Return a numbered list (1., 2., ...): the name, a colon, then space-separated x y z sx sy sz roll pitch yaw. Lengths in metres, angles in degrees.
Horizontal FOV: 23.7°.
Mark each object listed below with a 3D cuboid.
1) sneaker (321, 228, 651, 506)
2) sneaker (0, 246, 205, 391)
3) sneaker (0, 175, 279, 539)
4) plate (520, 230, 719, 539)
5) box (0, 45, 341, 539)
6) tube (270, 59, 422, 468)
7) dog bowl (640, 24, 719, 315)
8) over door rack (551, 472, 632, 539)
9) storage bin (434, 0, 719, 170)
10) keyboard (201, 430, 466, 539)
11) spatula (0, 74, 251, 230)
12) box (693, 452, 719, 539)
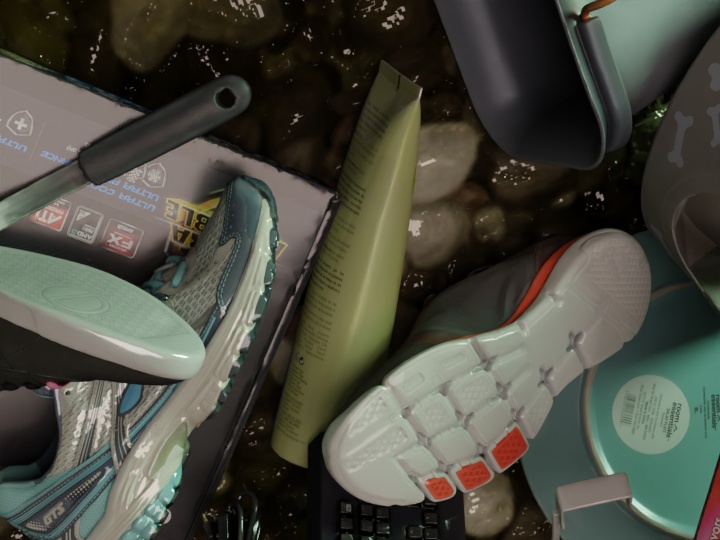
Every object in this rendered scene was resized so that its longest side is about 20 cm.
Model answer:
1. sneaker: 0.054 0.045 0.845 0.200 0.082 0.077 -32 115 -26
2. sneaker: -0.166 0.043 0.740 0.200 0.071 0.099 14 104 10
3. sneaker: -0.102 0.042 0.776 0.086 0.078 0.200 26 93 -8
4. plate: 0.180 0.073 0.889 0.200 0.026 0.200 1 83 -5
5. box: -0.138 0.014 0.825 0.200 0.050 0.199 22 95 -16
6. tube: 0.000 0.000 0.844 0.052 0.058 0.200 -8 113 -55
7. dog bowl: 0.216 -0.072 0.832 0.200 0.059 0.200 -35 147 -26
8. over door rack: 0.096 0.205 0.822 0.067 0.200 0.148 -6 59 -12
9. storage bin: 0.114 -0.168 0.805 0.134 0.146 0.200 -28 107 -17
10. keyboard: -0.010 0.164 0.780 0.127 0.021 0.200 5 56 -9
11. spatula: -0.139 -0.038 0.777 0.200 0.021 0.057 -29 99 -7
12. box: 0.217 0.074 0.765 0.100 0.095 0.200 17 90 17
